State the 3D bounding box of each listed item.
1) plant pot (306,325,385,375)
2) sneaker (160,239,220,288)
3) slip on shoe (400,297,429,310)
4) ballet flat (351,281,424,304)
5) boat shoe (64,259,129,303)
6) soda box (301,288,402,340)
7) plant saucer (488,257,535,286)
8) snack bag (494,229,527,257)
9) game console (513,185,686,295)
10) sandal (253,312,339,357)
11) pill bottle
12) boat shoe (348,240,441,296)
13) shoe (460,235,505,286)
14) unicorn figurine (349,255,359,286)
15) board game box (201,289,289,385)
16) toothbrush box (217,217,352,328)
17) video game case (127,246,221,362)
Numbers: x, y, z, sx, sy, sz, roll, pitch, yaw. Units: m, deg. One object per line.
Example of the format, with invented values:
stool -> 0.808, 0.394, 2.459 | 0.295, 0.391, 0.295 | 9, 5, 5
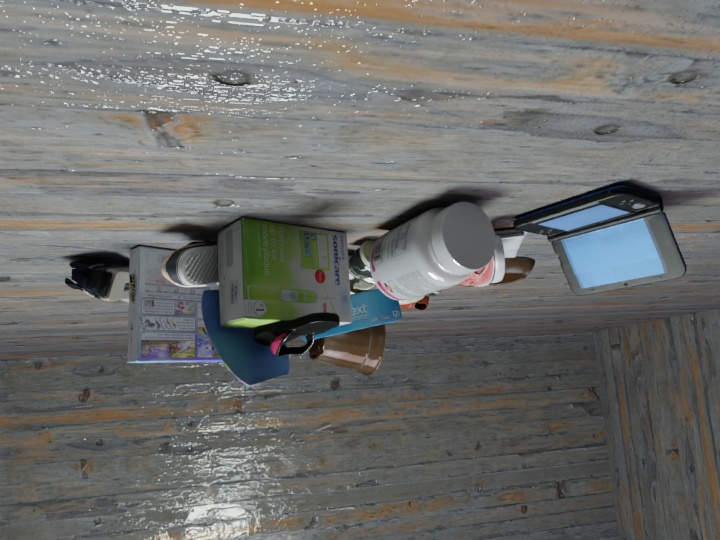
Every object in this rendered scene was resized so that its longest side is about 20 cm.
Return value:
plant pot -> -0.052, 0.213, 1.883 | 0.193, 0.206, 0.199 | 10, 164, -26
sneaker -> -0.226, -0.012, 0.979 | 0.078, 0.081, 0.198 | 2, 180, 37
slip on shoe -> 0.114, 0.063, 1.499 | 0.072, 0.063, 0.198 | -9, 166, 32
ballet flat -> 0.059, 0.040, 1.367 | 0.194, 0.069, 0.063 | -5, 159, 4
boat shoe -> -0.446, 0.017, 1.103 | 0.090, 0.077, 0.200 | 17, 175, 6
soda box -> -0.023, 0.083, 1.189 | 0.194, 0.070, 0.064 | -11, 178, -11
plant saucer -> 0.292, 0.007, 1.365 | 0.194, 0.033, 0.200 | -4, 168, -1
snack bag -> 0.207, -0.038, 1.136 | 0.183, 0.022, 0.200 | -6, 169, 7
game console -> 0.363, -0.037, 0.940 | 0.167, 0.122, 0.198 | 5, 165, -38
sandal -> -0.100, 0.101, 0.900 | 0.074, 0.046, 0.198 | 4, 165, -35
pill bottle -> 0.104, -0.027, 0.916 | 0.111, 0.117, 0.199 | 2, 168, -27
boat shoe -> 0.064, 0.005, 1.105 | 0.196, 0.073, 0.068 | 19, 135, -32
shoe -> 0.185, -0.007, 1.050 | 0.088, 0.074, 0.200 | -5, 169, -2
unicorn figurine -> 0.000, 0.000, 1.160 | 0.195, 0.076, 0.138 | -20, 169, -5
board game box -> -0.190, 0.109, 0.970 | 0.038, 0.161, 0.199 | -31, 168, 20
toothbrush box -> -0.115, 0.011, 0.949 | 0.196, 0.150, 0.085 | 7, 164, -41
video game case -> -0.299, 0.064, 1.051 | 0.197, 0.187, 0.045 | 8, 165, -44
